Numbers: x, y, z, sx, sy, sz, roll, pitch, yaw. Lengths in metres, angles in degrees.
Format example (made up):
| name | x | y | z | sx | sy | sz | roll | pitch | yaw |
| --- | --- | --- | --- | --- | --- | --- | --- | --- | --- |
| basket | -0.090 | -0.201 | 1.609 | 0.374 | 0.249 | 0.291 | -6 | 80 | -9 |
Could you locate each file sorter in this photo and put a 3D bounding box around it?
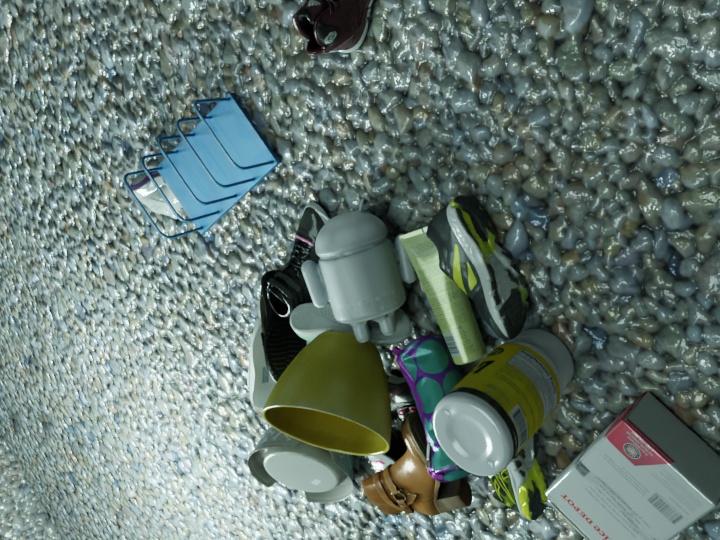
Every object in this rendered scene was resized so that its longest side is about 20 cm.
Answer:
| name | x | y | z | sx | sy | sz | roll | pitch | yaw |
| --- | --- | --- | --- | --- | --- | --- | --- | --- | --- |
| file sorter | -0.258 | -0.163 | 1.320 | 0.199 | 0.123 | 0.140 | -38 | 87 | 26 |

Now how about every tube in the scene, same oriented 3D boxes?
| name | x | y | z | sx | sy | sz | roll | pitch | yaw |
| --- | --- | --- | --- | --- | --- | --- | --- | --- | --- |
| tube | 0.124 | 0.032 | 1.177 | 0.202 | 0.057 | 0.052 | 68 | 168 | -6 |

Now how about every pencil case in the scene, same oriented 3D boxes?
| name | x | y | z | sx | sy | sz | roll | pitch | yaw |
| --- | --- | --- | --- | --- | --- | --- | --- | --- | --- |
| pencil case | 0.115 | 0.198 | 1.198 | 0.085 | 0.091 | 0.202 | 117 | 140 | -62 |

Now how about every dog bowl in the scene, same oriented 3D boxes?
| name | x | y | z | sx | sy | sz | roll | pitch | yaw |
| --- | --- | --- | --- | --- | --- | --- | --- | --- | --- |
| dog bowl | -0.103 | 0.350 | 1.506 | 0.197 | 0.059 | 0.201 | 10 | 140 | 8 |

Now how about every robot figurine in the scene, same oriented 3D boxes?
| name | x | y | z | sx | sy | sz | roll | pitch | yaw |
| --- | --- | --- | --- | --- | --- | --- | --- | --- | --- |
| robot figurine | 0.000 | 0.000 | 1.216 | 0.167 | 0.113 | 0.203 | -16 | 99 | 3 |

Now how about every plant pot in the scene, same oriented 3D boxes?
| name | x | y | z | sx | sy | sz | roll | pitch | yaw |
| --- | --- | --- | --- | --- | --- | --- | --- | --- | --- |
| plant pot | -0.037 | 0.178 | 1.256 | 0.197 | 0.144 | 0.201 | 12 | 153 | 6 |

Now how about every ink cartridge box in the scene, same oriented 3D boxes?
| name | x | y | z | sx | sy | sz | roll | pitch | yaw |
| --- | --- | --- | --- | --- | --- | --- | --- | --- | --- |
| ink cartridge box | 0.355 | 0.277 | 1.070 | 0.146 | 0.084 | 0.201 | 44 | 134 | 15 |

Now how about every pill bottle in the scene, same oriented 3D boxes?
| name | x | y | z | sx | sy | sz | roll | pitch | yaw |
| --- | --- | --- | --- | --- | --- | --- | --- | --- | --- |
| pill bottle | 0.191 | 0.164 | 1.072 | 0.113 | 0.199 | 0.116 | 21 | 127 | 32 |

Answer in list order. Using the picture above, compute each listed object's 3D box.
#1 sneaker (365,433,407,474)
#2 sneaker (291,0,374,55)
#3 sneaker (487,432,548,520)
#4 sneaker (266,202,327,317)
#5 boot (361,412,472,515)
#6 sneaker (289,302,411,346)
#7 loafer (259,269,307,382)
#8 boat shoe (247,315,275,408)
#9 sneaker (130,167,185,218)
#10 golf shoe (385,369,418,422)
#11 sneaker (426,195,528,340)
| name | x | y | z | sx | sy | sz | roll | pitch | yaw |
| --- | --- | --- | --- | --- | --- | --- | --- | --- | --- |
| sneaker | 0.035 | 0.335 | 1.413 | 0.199 | 0.083 | 0.122 | 35 | 124 | 22 |
| sneaker | -0.028 | -0.357 | 1.038 | 0.075 | 0.115 | 0.202 | 34 | 133 | 24 |
| sneaker | 0.211 | 0.272 | 1.198 | 0.084 | 0.074 | 0.203 | 3 | 115 | 42 |
| sneaker | -0.098 | -0.006 | 1.322 | 0.070 | 0.099 | 0.202 | 30 | 130 | 29 |
| boot | 0.068 | 0.308 | 1.284 | 0.154 | 0.077 | 0.201 | -16 | 127 | 28 |
| sneaker | -0.003 | 0.096 | 1.332 | 0.198 | 0.075 | 0.118 | 3 | 157 | 20 |
| loafer | -0.134 | 0.102 | 1.406 | 0.072 | 0.072 | 0.203 | 116 | 151 | -61 |
| boat shoe | -0.175 | 0.153 | 1.516 | 0.069 | 0.071 | 0.203 | -132 | 39 | -53 |
| sneaker | -0.328 | -0.147 | 1.496 | 0.198 | 0.075 | 0.100 | -4 | 134 | 42 |
| golf shoe | 0.050 | 0.205 | 1.338 | 0.199 | 0.077 | 0.089 | -19 | 80 | 42 |
| sneaker | 0.157 | 0.001 | 1.112 | 0.084 | 0.074 | 0.202 | -26 | 85 | 50 |
